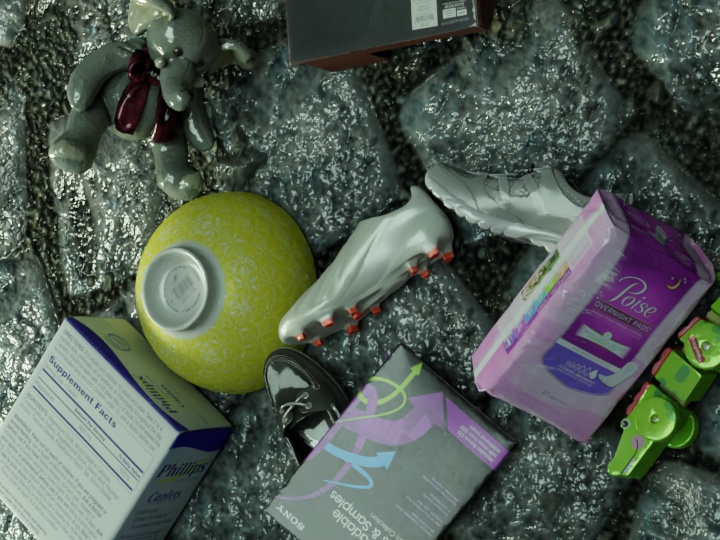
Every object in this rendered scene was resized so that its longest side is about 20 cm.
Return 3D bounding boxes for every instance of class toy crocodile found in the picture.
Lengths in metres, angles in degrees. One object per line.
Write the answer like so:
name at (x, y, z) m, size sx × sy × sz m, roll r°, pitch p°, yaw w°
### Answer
toy crocodile at (0.272, 0.093, 1.526) m, size 0.062 × 0.067 × 0.201 m, roll 40°, pitch 105°, yaw 29°

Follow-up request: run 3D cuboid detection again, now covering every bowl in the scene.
bowl at (-0.150, 0.020, 1.750) m, size 0.198 × 0.107 × 0.203 m, roll -2°, pitch 87°, yaw 29°

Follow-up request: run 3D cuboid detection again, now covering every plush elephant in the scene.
plush elephant at (-0.191, -0.187, 1.752) m, size 0.155 × 0.163 × 0.202 m, roll -32°, pitch 46°, yaw 50°

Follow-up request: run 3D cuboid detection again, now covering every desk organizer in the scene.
desk organizer at (0.034, -0.238, 1.672) m, size 0.198 × 0.077 × 0.073 m, roll -8°, pitch 84°, yaw 30°

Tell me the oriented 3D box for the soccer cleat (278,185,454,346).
soccer cleat at (0.000, 0.000, 1.692) m, size 0.199 × 0.069 × 0.078 m, roll -35°, pitch 67°, yaw 17°

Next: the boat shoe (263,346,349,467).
boat shoe at (-0.034, 0.161, 1.687) m, size 0.067 × 0.057 × 0.201 m, roll -33°, pitch 83°, yaw 19°

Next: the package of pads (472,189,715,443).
package of pads at (0.197, 0.042, 1.531) m, size 0.201 × 0.120 × 0.076 m, roll -54°, pitch 24°, yaw 23°

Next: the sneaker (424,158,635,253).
sneaker at (0.154, -0.064, 1.606) m, size 0.198 × 0.075 × 0.083 m, roll 21°, pitch 92°, yaw 17°

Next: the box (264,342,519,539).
box at (0.027, 0.188, 1.635) m, size 0.143 × 0.036 × 0.201 m, roll 39°, pitch 91°, yaw 12°

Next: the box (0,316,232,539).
box at (-0.257, 0.180, 1.806) m, size 0.184 × 0.105 × 0.201 m, roll 41°, pitch 108°, yaw 25°
